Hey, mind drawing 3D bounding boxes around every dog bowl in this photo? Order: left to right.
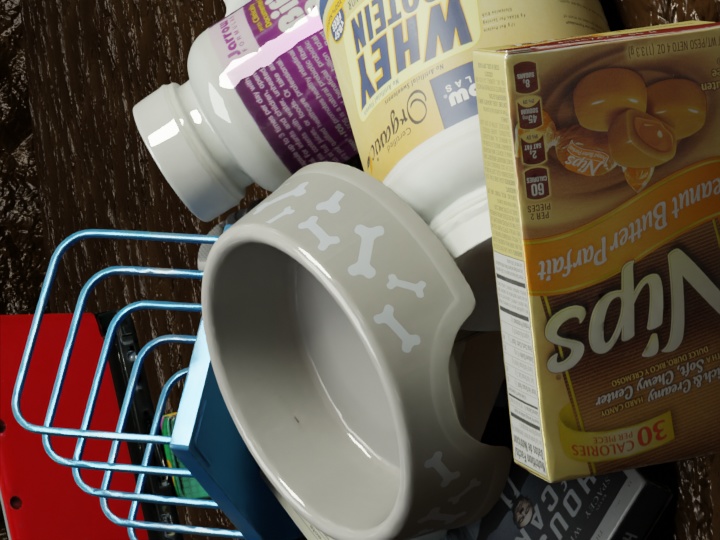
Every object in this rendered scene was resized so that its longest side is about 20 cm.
[{"bbox_3d":[-0.009,0.049,1.324,0.200,0.058,0.201,39,142,39],"label":"dog bowl"}]

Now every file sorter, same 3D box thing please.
[{"bbox_3d":[-0.106,0.078,1.551,0.200,0.122,0.140,59,-142,-57],"label":"file sorter"}]

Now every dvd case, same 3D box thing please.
[{"bbox_3d":[0.093,0.130,1.470,0.151,0.025,0.200,-60,27,16],"label":"dvd case"}]

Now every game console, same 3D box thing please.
[{"bbox_3d":[-0.186,0.136,1.704,0.172,0.118,0.201,125,133,-70],"label":"game console"}]

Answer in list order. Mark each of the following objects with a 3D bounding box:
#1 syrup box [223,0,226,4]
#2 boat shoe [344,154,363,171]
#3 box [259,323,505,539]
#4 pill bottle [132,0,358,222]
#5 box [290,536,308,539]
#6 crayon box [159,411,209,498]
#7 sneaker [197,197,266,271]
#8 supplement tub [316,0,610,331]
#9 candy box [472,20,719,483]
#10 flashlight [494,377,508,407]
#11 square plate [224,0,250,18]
[{"bbox_3d":[-0.050,-0.260,1.820,0.079,0.081,0.201,-117,25,-53],"label":"syrup box"},{"bbox_3d":[0.024,-0.009,1.646,0.068,0.072,0.201,-135,22,-75],"label":"boat shoe"},{"bbox_3d":[0.015,0.070,1.441,0.095,0.077,0.201,50,144,27],"label":"box"},{"bbox_3d":[-0.031,-0.116,1.551,0.113,0.199,0.112,56,-174,-10],"label":"pill bottle"},{"bbox_3d":[-0.009,0.290,1.516,0.199,0.049,0.201,-120,23,-48],"label":"box"},{"bbox_3d":[-0.039,0.108,1.755,0.119,0.199,0.059,163,97,-75],"label":"crayon box"},{"bbox_3d":[0.000,0.000,1.570,0.075,0.199,0.082,-75,-21,-54],"label":"sneaker"},{"bbox_3d":[0.066,-0.085,1.345,0.145,0.143,0.201,107,150,-60],"label":"supplement tub"},{"bbox_3d":[0.123,-0.011,1.227,0.055,0.115,0.202,-158,61,-74],"label":"candy box"},{"bbox_3d":[0.079,0.044,1.460,0.200,0.067,0.068,-6,62,61],"label":"flashlight"},{"bbox_3d":[-0.031,-0.240,1.631,0.199,0.028,0.200,-63,2,-22],"label":"square plate"}]
